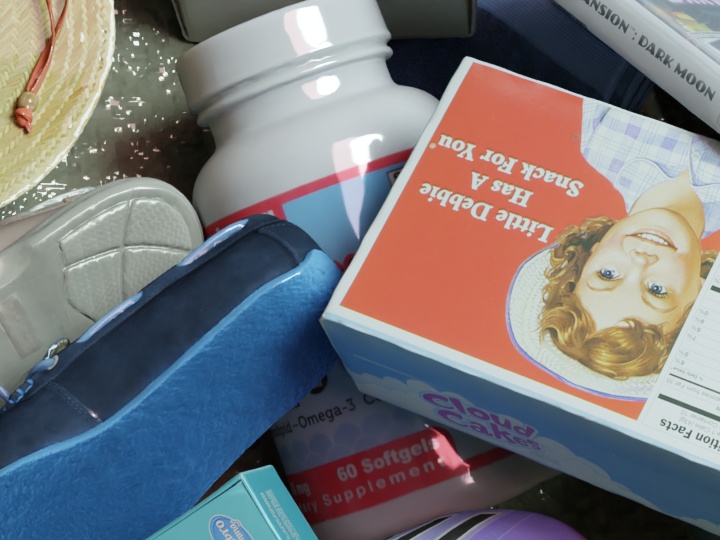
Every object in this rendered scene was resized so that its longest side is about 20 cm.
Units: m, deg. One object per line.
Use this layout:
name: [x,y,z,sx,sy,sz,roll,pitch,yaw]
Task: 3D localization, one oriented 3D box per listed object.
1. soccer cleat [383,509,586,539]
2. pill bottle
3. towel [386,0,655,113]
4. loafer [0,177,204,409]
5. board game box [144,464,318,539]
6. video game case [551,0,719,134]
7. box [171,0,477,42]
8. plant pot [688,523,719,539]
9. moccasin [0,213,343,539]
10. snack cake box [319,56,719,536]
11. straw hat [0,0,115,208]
soccer cleat: [-0.014,0.126,0.975,0.199,0.076,0.067,-10,83,18]
pill bottle: [0.000,0.000,1.054,0.108,0.109,0.201,-19,87,-29]
towel: [0.066,-0.087,1.172,0.111,0.049,0.200,37,60,-5]
loafer: [-0.154,0.022,1.028,0.199,0.063,0.072,-26,110,-19]
board game box: [-0.076,0.184,0.931,0.199,0.047,0.151,-34,84,10]
video game case: [0.145,-0.103,1.033,0.199,0.023,0.182,-4,37,-45]
box: [-0.015,-0.206,1.127,0.127,0.109,0.201,0,68,3]
plant pot: [0.206,0.070,1.043,0.199,0.200,0.188,28,31,-11]
moccasin: [-0.089,0.058,0.992,0.200,0.068,0.081,-34,127,0]
snack cake box: [0.102,0.016,0.941,0.199,0.067,0.115,21,70,22]
straw hat: [-0.199,-0.095,1.031,0.200,0.085,0.202,5,80,-31]
